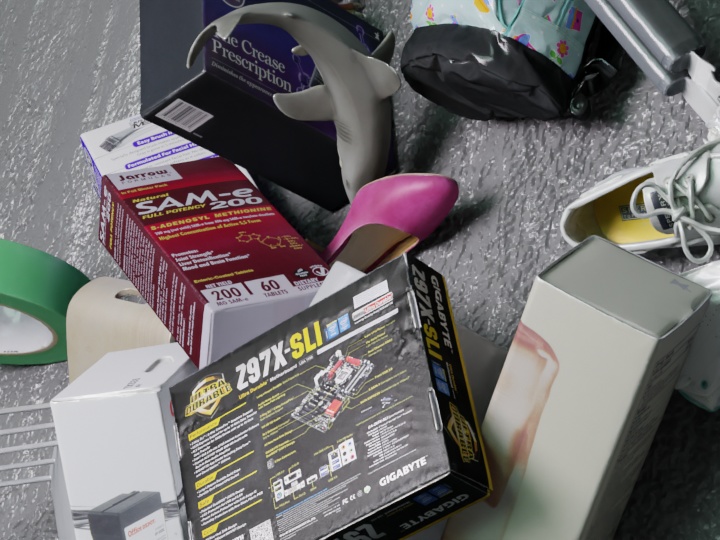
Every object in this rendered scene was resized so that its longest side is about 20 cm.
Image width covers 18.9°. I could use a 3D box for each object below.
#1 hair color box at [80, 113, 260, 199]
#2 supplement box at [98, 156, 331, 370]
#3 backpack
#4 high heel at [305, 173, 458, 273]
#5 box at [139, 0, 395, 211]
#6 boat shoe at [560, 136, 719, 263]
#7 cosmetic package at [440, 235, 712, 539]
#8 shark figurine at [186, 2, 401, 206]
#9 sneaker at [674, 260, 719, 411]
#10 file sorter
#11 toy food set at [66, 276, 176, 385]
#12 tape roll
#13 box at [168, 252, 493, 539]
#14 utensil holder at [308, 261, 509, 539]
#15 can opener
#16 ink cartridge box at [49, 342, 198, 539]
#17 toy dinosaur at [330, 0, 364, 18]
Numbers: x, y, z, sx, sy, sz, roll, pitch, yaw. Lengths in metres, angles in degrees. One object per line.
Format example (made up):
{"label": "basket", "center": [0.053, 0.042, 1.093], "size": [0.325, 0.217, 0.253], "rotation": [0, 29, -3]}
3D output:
{"label": "hair color box", "center": [-0.143, -0.051, 1.745], "size": [0.109, 0.065, 0.200], "rotation": [-20, 44, -12]}
{"label": "supplement box", "center": [-0.104, -0.007, 1.571], "size": [0.200, 0.109, 0.061], "rotation": [46, 138, 47]}
{"label": "backpack", "center": [0.118, -0.214, 1.545], "size": [0.167, 0.127, 0.200], "rotation": [11, 75, 52]}
{"label": "high heel", "center": [0.000, 0.000, 1.597], "size": [0.200, 0.067, 0.096], "rotation": [-26, 49, 39]}
{"label": "box", "center": [-0.071, -0.152, 1.653], "size": [0.079, 0.200, 0.141], "rotation": [-32, 50, 33]}
{"label": "boat shoe", "center": [0.206, -0.044, 1.374], "size": [0.202, 0.086, 0.075], "rotation": [-8, 101, 46]}
{"label": "cosmetic package", "center": [0.129, 0.093, 1.320], "size": [0.087, 0.103, 0.200], "rotation": [28, 116, 19]}
{"label": "shark figurine", "center": [-0.018, -0.148, 1.552], "size": [0.089, 0.214, 0.128], "rotation": [17, 71, 49]}
{"label": "sneaker", "center": [0.199, 0.050, 1.358], "size": [0.200, 0.075, 0.089], "rotation": [-19, 75, 31]}
{"label": "file sorter", "center": [-0.269, 0.196, 1.647], "size": [0.200, 0.124, 0.139], "rotation": [117, 143, -64]}
{"label": "toy food set", "center": [-0.161, 0.110, 1.671], "size": [0.143, 0.060, 0.200], "rotation": [12, 108, 49]}
{"label": "tape roll", "center": [-0.326, 0.025, 1.830], "size": [0.200, 0.200, 0.048], "rotation": [-13, 61, 42]}
{"label": "box", "center": [-0.024, 0.104, 1.341], "size": [0.200, 0.049, 0.160], "rotation": [-30, 50, 25]}
{"label": "utensil holder", "center": [0.006, 0.117, 1.460], "size": [0.170, 0.170, 0.200], "rotation": [26, 87, 50]}
{"label": "can opener", "center": [0.216, -0.146, 1.434], "size": [0.066, 0.053, 0.200], "rotation": [-31, 64, -19]}
{"label": "ink cartridge box", "center": [-0.145, 0.164, 1.533], "size": [0.084, 0.145, 0.200], "rotation": [-7, 101, 11]}
{"label": "toy dinosaur", "center": [-0.031, -0.289, 1.721], "size": [0.105, 0.200, 0.182], "rotation": [-124, 23, -57]}
